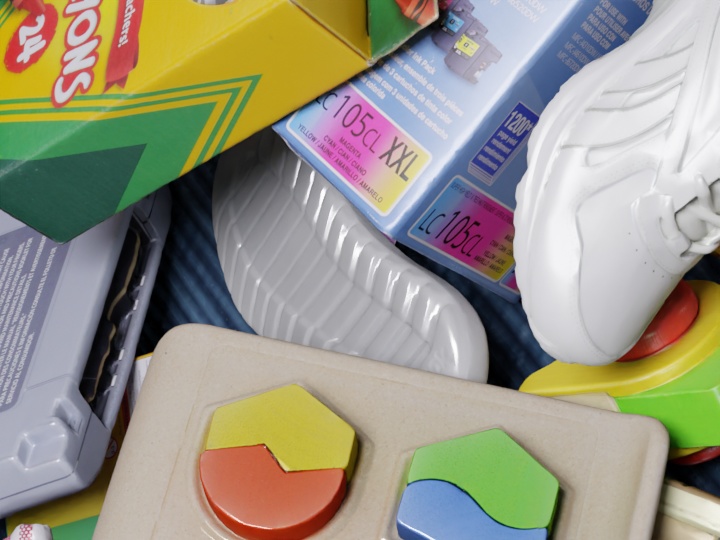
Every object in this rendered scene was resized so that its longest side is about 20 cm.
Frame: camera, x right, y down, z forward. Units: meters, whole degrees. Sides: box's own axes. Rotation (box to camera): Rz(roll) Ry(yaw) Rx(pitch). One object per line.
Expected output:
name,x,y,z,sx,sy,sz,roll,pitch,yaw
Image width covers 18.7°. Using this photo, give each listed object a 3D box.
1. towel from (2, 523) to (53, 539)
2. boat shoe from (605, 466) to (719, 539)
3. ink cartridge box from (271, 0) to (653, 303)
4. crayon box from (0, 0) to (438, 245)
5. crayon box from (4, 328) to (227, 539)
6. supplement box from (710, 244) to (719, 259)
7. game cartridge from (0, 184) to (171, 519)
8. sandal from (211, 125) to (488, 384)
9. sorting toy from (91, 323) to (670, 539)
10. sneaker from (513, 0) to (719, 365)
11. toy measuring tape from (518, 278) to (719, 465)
towel,-0.142,0.193,0.876,0.200,0.030,0.147,137,128,-60
boat shoe,0.148,0.126,0.788,0.200,0.073,0.063,23,86,28
ink cartridge box,0.076,-0.096,0.841,0.076,0.136,0.200,41,98,27
crayon box,-0.061,-0.108,0.838,0.200,0.051,0.127,-28,46,31
crayon box,-0.080,0.137,0.908,0.119,0.058,0.201,-17,71,23
supplement box,0.199,-0.003,0.798,0.200,0.067,0.069,29,91,29
game cartridge,-0.156,0.036,0.928,0.133,0.041,0.200,-16,34,19
sandal,-0.003,0.006,0.906,0.203,0.050,0.083,49,121,45
sorting toy,-0.006,0.114,0.764,0.199,0.036,0.186,10,64,13
sneaker,0.128,-0.051,0.755,0.099,0.078,0.200,27,88,43
toy measuring tape,0.091,0.041,0.853,0.200,0.073,0.074,-9,73,43
